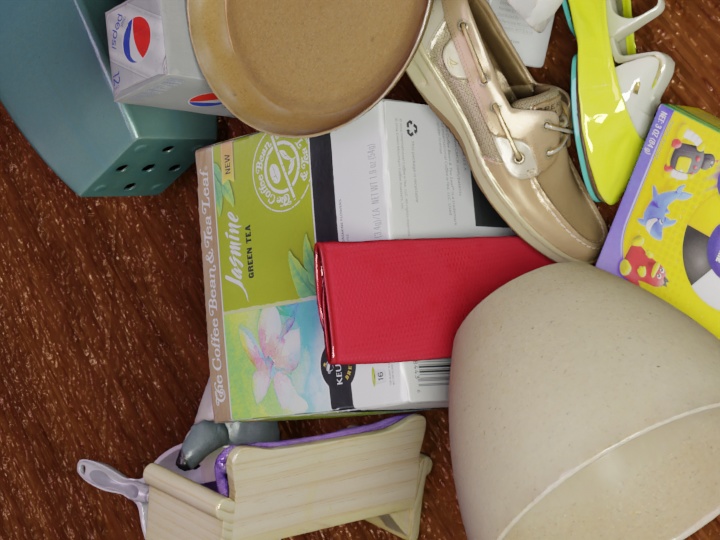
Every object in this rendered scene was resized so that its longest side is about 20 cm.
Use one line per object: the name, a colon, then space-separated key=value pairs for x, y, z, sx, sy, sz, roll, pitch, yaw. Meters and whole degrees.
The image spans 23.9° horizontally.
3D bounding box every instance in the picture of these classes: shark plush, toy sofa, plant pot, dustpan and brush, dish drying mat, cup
shark plush: x=-0.074 y=0.093 z=1.306 sx=0.091 sy=0.083 sz=0.200 roll=105 pitch=-176 yaw=-72
toy sofa: x=-0.048 y=0.146 z=1.177 sx=0.083 sy=0.200 sz=0.098 roll=17 pitch=107 yaw=44
plant pot: x=-0.029 y=-0.184 z=1.094 sx=0.200 sy=0.027 sz=0.200 roll=0 pitch=89 yaw=37
dustpan and brush: x=-0.151 y=0.187 z=1.371 sx=0.200 sy=0.057 sz=0.140 roll=19 pitch=101 yaw=43
dish drying mat: x=0.063 y=0.017 z=1.076 sx=0.018 sy=0.200 sz=0.077 roll=-18 pitch=76 yaw=60
cup: x=0.131 y=0.081 z=1.009 sx=0.200 sy=0.200 sz=0.143 roll=-50 pitch=53 yaw=31
plant pot: x=-0.210 y=-0.166 z=1.393 sx=0.141 sy=0.141 sz=0.200 roll=-38 pitch=68 yaw=37

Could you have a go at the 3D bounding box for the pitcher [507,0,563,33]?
pitcher: x=0.180 y=-0.247 z=1.010 sx=0.200 sy=0.121 sz=0.172 roll=-14 pitch=71 yaw=27

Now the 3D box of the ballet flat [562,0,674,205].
ballet flat: x=0.163 y=-0.144 z=1.080 sx=0.067 sy=0.067 sz=0.200 roll=-12 pitch=78 yaw=25

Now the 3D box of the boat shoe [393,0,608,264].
boat shoe: x=0.102 y=-0.089 z=1.083 sx=0.064 sy=0.071 sz=0.200 roll=-32 pitch=101 yaw=32

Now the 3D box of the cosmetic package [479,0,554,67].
cosmetic package: x=0.088 y=-0.246 z=1.148 sx=0.101 sy=0.071 sz=0.200 roll=20 pitch=102 yaw=43

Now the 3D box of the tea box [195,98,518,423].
tea box: x=0.000 y=0.000 z=1.180 sx=0.197 sy=0.133 sz=0.200 roll=-12 pitch=80 yaw=45

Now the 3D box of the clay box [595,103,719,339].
clay box: x=0.242 y=-0.008 z=1.004 sx=0.200 sy=0.048 sz=0.115 roll=34 pitch=112 yaw=40

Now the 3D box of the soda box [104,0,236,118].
soda box: x=-0.084 y=-0.151 z=1.221 sx=0.063 sy=0.200 sz=0.068 roll=-17 pitch=75 yaw=43
